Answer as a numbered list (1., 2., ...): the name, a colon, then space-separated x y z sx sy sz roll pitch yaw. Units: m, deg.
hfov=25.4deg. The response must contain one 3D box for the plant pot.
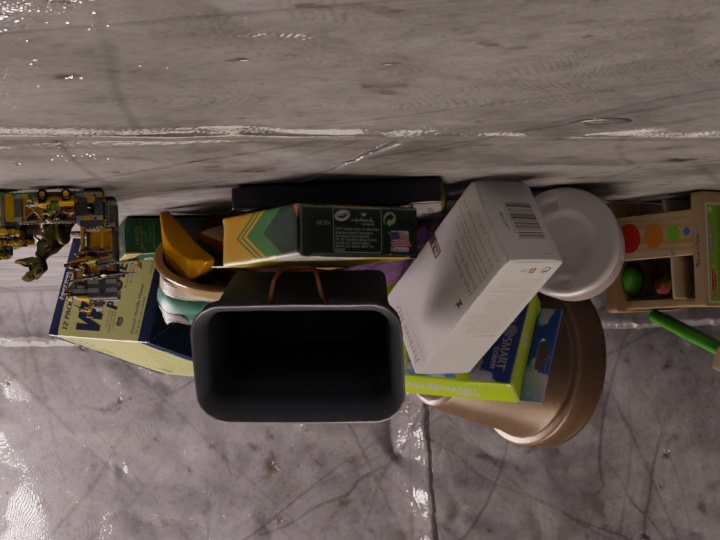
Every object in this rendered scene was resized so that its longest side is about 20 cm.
1. plant pot: 0.152 0.098 1.817 0.174 0.201 0.200 6 173 -34

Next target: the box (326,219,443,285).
1. box: 0.000 0.000 1.716 0.200 0.039 0.137 -28 -172 14

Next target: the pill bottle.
1. pill bottle: 0.224 -0.024 1.702 0.113 0.114 0.200 -3 177 12

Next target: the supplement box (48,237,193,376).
1. supplement box: -0.249 0.050 2.044 0.199 0.135 0.200 1 163 43

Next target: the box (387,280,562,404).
1. box: 0.104 0.073 1.699 0.199 0.122 0.048 4 149 22

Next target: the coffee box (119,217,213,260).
1. coffee box: -0.182 -0.036 1.864 0.199 0.044 0.123 -1 177 -14

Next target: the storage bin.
1. storage bin: -0.056 0.053 1.555 0.199 0.146 0.134 -1 -156 4

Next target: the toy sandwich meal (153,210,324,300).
1. toy sandwich meal: -0.128 -0.031 1.714 0.205 0.070 0.205 0 -154 0

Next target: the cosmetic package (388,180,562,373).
1. cosmetic package: 0.109 0.010 1.584 0.074 0.102 0.200 1 143 -31

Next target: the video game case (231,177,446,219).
1. video game case: -0.016 -0.066 1.580 0.199 0.026 0.181 -2 177 4

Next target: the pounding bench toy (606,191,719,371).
1. pounding bench toy: 0.363 0.019 1.807 0.124 0.201 0.156 0 176 -41

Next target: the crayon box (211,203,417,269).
1. crayon box: -0.049 -0.030 1.532 0.127 0.051 0.200 1 176 -30

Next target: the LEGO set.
1. LEGO set: -0.296 -0.011 1.546 0.153 0.116 0.200 -1 177 -13

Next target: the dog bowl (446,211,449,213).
1. dog bowl: 0.083 0.026 1.885 0.200 0.200 0.059 1 -141 -45

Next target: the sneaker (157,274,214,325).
1. sneaker: -0.136 0.043 1.850 0.199 0.080 0.071 11 -141 1
